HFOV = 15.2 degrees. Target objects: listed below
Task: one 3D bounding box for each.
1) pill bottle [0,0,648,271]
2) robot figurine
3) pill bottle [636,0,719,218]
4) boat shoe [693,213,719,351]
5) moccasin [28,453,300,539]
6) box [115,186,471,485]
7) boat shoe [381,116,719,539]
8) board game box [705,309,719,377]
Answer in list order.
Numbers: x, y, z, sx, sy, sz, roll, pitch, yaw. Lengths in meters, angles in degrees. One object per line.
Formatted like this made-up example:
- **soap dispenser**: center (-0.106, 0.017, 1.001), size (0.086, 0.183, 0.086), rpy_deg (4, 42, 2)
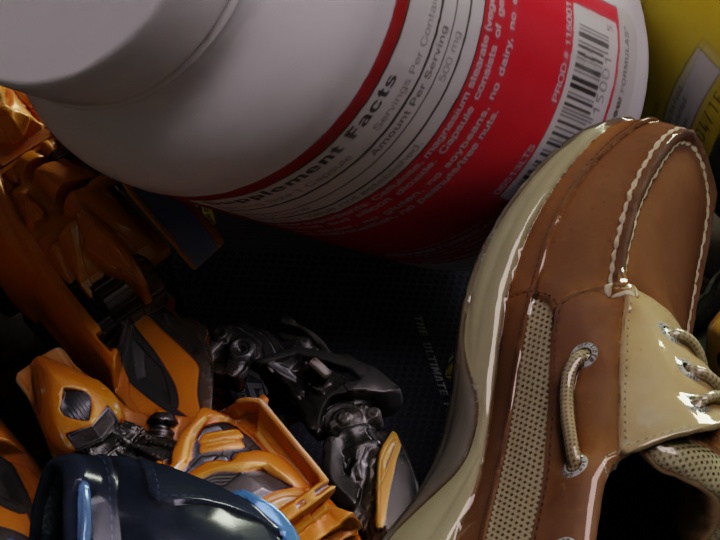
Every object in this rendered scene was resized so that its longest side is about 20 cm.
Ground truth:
- **pill bottle**: center (-0.017, -0.068, 0.686), size (0.112, 0.112, 0.200), rpy_deg (52, 19, 28)
- **robot figurine**: center (-0.078, 0.036, 0.684), size (0.145, 0.058, 0.200), rpy_deg (-36, 59, -15)
- **pill bottle**: center (0.098, -0.108, 0.800), size (0.112, 0.112, 0.200), rpy_deg (-13, 54, -42)
- **boat shoe**: center (0.110, -0.046, 0.918), size (0.059, 0.072, 0.200), rpy_deg (34, 33, -15)
- **moccasin**: center (-0.073, 0.133, 0.567), size (0.068, 0.080, 0.200), rpy_deg (27, 56, -19)
- **box**: center (0.000, 0.000, 0.806), size (0.158, 0.051, 0.200), rpy_deg (5, 50, -30)
- **boat shoe**: center (0.060, 0.050, 0.661), size (0.074, 0.076, 0.200), rpy_deg (1, 53, 31)
- **board game box**: center (0.183, 0.089, 0.743), size (0.200, 0.153, 0.040), rpy_deg (38, 74, 21)
